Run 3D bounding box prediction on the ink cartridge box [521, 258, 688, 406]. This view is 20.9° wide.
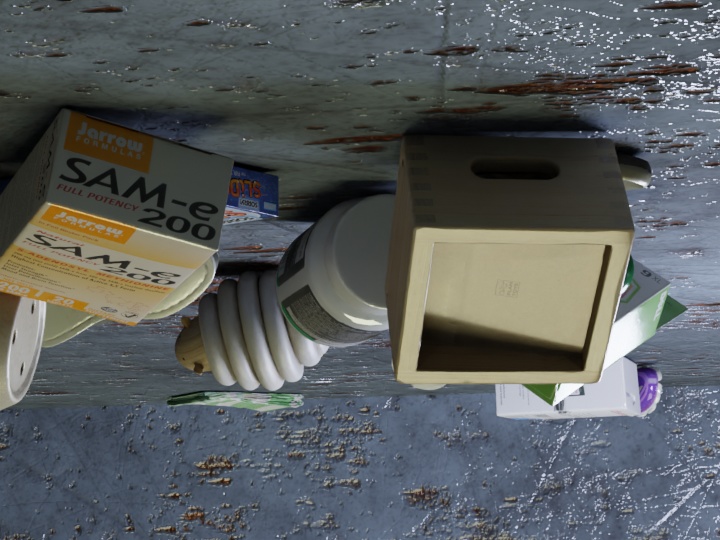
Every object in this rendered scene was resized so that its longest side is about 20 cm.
[{"bbox_3d":[0.183,0.023,1.601,0.104,0.059,0.200,35,-137,27],"label":"ink cartridge box"}]

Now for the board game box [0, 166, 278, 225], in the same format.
[{"bbox_3d":[-0.182,-0.055,1.525,0.199,0.035,0.135,-8,169,38],"label":"board game box"}]

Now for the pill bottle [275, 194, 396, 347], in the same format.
[{"bbox_3d":[0.000,0.000,1.655,0.113,0.114,0.200,1,172,-13],"label":"pill bottle"}]

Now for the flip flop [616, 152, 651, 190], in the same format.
[{"bbox_3d":[0.148,-0.049,1.537,0.081,0.058,0.200,4,169,-41],"label":"flip flop"}]

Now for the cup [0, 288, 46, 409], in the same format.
[{"bbox_3d":[-0.324,0.040,1.501,0.142,0.201,0.200,9,172,4],"label":"cup"}]

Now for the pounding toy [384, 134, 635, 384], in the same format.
[{"bbox_3d":[0.123,-0.010,1.449,0.199,0.143,0.185,0,134,-6],"label":"pounding toy"}]

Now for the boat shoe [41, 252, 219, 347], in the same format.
[{"bbox_3d":[-0.195,0.007,1.602,0.201,0.072,0.060,-18,-167,29],"label":"boat shoe"}]

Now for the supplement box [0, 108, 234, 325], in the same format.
[{"bbox_3d":[-0.184,-0.032,1.384,0.125,0.074,0.200,15,157,-18],"label":"supplement box"}]

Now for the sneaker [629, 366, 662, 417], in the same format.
[{"bbox_3d":[0.391,0.190,3.086,0.083,0.081,0.200,14,164,-40],"label":"sneaker"}]

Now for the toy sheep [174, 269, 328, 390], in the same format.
[{"bbox_3d":[-0.096,0.060,2.007,0.199,0.139,0.138,-17,170,5],"label":"toy sheep"}]

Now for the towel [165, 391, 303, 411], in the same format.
[{"bbox_3d":[-0.220,0.232,3.444,0.199,0.024,0.152,4,171,-32],"label":"towel"}]

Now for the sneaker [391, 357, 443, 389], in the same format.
[{"bbox_3d":[0.094,0.009,1.687,0.076,0.200,0.081,38,-162,-12],"label":"sneaker"}]

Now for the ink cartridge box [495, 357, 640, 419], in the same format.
[{"bbox_3d":[0.317,0.181,2.978,0.199,0.085,0.146,-5,171,16],"label":"ink cartridge box"}]
